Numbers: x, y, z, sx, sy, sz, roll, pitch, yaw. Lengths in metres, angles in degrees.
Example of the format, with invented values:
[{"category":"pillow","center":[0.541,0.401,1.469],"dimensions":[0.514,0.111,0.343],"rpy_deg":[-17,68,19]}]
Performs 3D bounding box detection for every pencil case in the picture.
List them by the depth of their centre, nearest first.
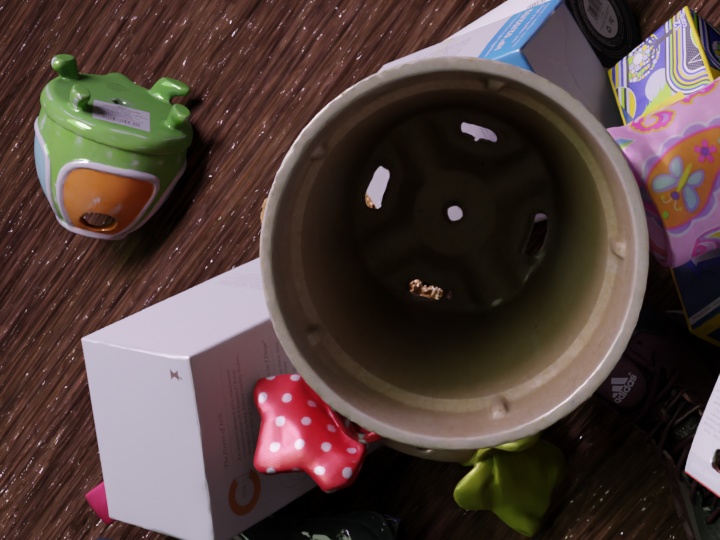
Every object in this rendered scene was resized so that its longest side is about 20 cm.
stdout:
[{"category":"pencil case","center":[0.228,-0.079,0.906],"dimensions":[0.198,0.088,0.088],"rpy_deg":[-28,44,0]}]

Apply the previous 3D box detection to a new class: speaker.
[{"category":"speaker","center":[0.089,-0.130,1.174],"dimensions":[0.199,0.081,0.082],"rpy_deg":[-28,51,41]}]

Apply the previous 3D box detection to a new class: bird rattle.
[{"category":"bird rattle","center":[0.033,0.084,1.056],"dimensions":[0.163,0.197,0.114],"rpy_deg":[-87,3,-64]}]

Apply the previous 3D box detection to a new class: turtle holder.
[{"category":"turtle holder","center":[-0.230,-0.111,1.512],"dimensions":[0.185,0.140,0.133],"rpy_deg":[38,118,43]}]

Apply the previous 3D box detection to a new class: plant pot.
[{"category":"plant pot","center":[0.052,-0.022,0.958],"dimensions":[0.202,0.199,0.184],"rpy_deg":[-58,2,10]}]

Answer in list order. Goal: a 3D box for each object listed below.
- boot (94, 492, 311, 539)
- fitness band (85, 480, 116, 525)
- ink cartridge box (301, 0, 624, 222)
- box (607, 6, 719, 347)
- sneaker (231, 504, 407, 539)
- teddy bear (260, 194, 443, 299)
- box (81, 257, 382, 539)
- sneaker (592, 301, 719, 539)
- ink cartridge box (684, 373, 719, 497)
[{"category":"boot","center":[-0.129,0.203,1.231],"dimensions":[0.166,0.076,0.203],"rpy_deg":[2,78,28]},{"category":"fitness band","center":[-0.124,0.123,1.267],"dimensions":[0.200,0.038,0.144],"rpy_deg":[-38,2,40]},{"category":"ink cartridge box","center":[0.069,-0.086,1.110],"dimensions":[0.199,0.116,0.068],"rpy_deg":[-14,27,44]},{"category":"box","center":[0.209,-0.052,1.000],"dimensions":[0.070,0.064,0.202],"rpy_deg":[-38,46,32]},{"category":"sneaker","center":[-0.015,0.185,1.114],"dimensions":[0.199,0.076,0.088],"rpy_deg":[37,82,23]},{"category":"teddy bear","center":[0.000,0.000,1.240],"dimensions":[0.200,0.066,0.146],"rpy_deg":[40,116,47]},{"category":"box","center":[-0.069,0.075,1.110],"dimensions":[0.097,0.199,0.126],"rpy_deg":[8,112,38]},{"category":"sneaker","center":[0.167,0.091,0.932],"dimensions":[0.076,0.115,0.201],"rpy_deg":[-47,41,24]},{"category":"ink cartridge box","center":[0.229,0.024,0.821],"dimensions":[0.109,0.050,0.202],"rpy_deg":[-139,70,-77]}]
